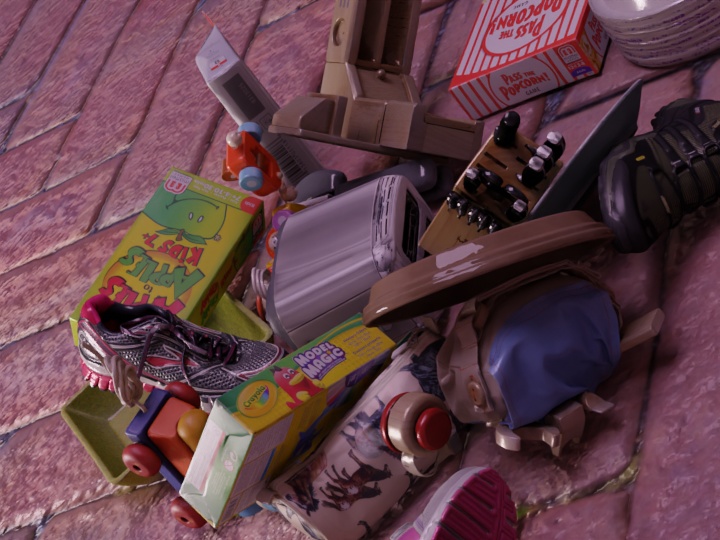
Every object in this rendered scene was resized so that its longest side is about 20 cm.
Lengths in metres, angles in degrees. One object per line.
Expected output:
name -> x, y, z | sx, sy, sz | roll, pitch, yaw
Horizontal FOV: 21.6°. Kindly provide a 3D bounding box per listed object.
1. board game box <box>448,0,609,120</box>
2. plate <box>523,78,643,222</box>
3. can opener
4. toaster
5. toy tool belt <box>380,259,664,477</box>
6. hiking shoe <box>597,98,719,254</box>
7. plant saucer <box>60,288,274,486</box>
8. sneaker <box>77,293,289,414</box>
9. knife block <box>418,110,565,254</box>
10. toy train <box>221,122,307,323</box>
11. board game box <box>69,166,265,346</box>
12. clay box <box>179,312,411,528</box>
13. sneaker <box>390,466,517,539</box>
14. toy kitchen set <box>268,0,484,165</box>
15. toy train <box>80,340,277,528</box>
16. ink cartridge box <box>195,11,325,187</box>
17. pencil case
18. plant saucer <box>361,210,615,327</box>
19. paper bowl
board game box -> 0.182, -0.248, 1.859 | 0.151, 0.046, 0.200 | -19, 34, 35
plate -> 0.177, -0.070, 1.545 | 0.200, 0.026, 0.200 | -51, -7, -9
can opener -> 0.000, -0.078, 1.817 | 0.200, 0.053, 0.067 | -11, 70, 39
toaster -> 0.000, 0.000, 1.657 | 0.129, 0.114, 0.200 | -25, 29, 20
toy tool belt -> 0.121, 0.076, 1.373 | 0.200, 0.125, 0.123 | -36, 26, -29
hiking shoe -> 0.258, -0.083, 1.471 | 0.101, 0.076, 0.200 | -6, 30, 39
plant saucer -> -0.173, 0.111, 1.775 | 0.200, 0.048, 0.200 | -44, 28, -6
sneaker -> -0.157, 0.072, 1.642 | 0.200, 0.075, 0.081 | 6, 34, 14
knife block -> 0.126, -0.082, 1.541 | 0.176, 0.064, 0.200 | -56, -4, 37
toy train -> -0.091, -0.030, 1.748 | 0.056, 0.150, 0.200 | -23, 52, 23
board game box -> -0.180, 0.001, 1.785 | 0.101, 0.048, 0.200 | 21, 56, 14
clay box -> -0.048, 0.111, 1.486 | 0.200, 0.048, 0.115 | -31, -27, -45
sneaker -> 0.033, 0.218, 1.326 | 0.088, 0.081, 0.200 | 5, 51, 52
toy kitchen set -> 0.008, -0.205, 1.804 | 0.200, 0.163, 0.181 | 16, 97, 61
toy train -> -0.138, 0.129, 1.547 | 0.116, 0.200, 0.085 | -3, 45, 43
ink cartridge box -> -0.122, -0.183, 2.017 | 0.050, 0.162, 0.200 | -38, 27, -1
pencil case -> 0.013, 0.131, 1.469 | 0.200, 0.089, 0.078 | -46, 14, -9
plant saucer -> 0.092, -0.003, 1.406 | 0.200, 0.030, 0.200 | -18, -6, -2
paper bowl -> 0.297, -0.289, 1.715 | 0.200, 0.104, 0.201 | -29, 30, 18
